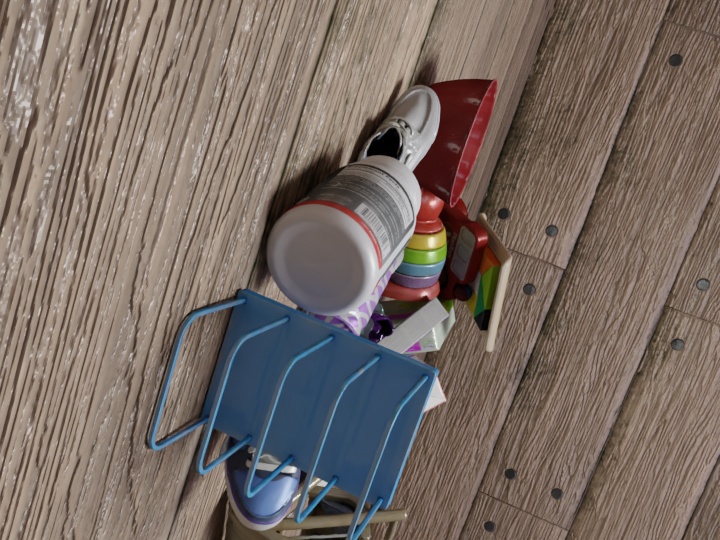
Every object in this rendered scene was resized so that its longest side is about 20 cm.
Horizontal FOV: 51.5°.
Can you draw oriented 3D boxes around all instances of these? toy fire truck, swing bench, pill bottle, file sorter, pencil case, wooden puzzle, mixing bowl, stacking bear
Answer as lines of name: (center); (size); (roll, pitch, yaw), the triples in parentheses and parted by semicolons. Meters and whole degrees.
toy fire truck: (0.152, -0.031, 1.358); (0.112, 0.168, 0.200); (-13, 134, -28)
swing bench: (-0.072, 0.360, 0.976); (0.200, 0.130, 0.199); (-13, 133, -30)
pill bottle: (-0.007, -0.046, 0.787); (0.200, 0.116, 0.116); (-51, 159, -57)
file sorter: (-0.059, 0.123, 0.641); (0.123, 0.200, 0.139); (-22, 132, -72)
pencil case: (-0.005, 0.001, 0.982); (0.085, 0.084, 0.200); (-16, -140, 55)
wooden puzzle: (0.217, 0.017, 1.336); (0.200, 0.037, 0.185); (-99, -167, -61)
mixing bowl: (0.124, -0.207, 1.134); (0.200, 0.108, 0.201); (20, 90, -79)
stacking bear: (0.092, -0.059, 1.259); (0.121, 0.114, 0.200); (-26, 130, -47)

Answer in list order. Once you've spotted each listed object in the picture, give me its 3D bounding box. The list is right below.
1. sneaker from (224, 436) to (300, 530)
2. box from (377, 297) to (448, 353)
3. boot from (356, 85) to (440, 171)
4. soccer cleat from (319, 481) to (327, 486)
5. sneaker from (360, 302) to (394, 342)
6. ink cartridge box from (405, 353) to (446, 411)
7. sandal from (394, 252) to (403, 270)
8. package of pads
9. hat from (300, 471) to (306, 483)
sneaker: (-0.079, 0.144, 0.746); (0.147, 0.080, 0.200); (125, -25, -56)
box: (0.061, 0.113, 1.210); (0.200, 0.041, 0.039); (-36, 178, -32)
boot: (0.049, -0.163, 0.945); (0.096, 0.073, 0.200); (93, 21, -76)
soccer cleat: (-0.056, 0.279, 1.276); (0.200, 0.068, 0.085); (-69, 155, -10)
sneaker: (0.017, 0.085, 1.206); (0.200, 0.087, 0.075); (-28, 137, -73)
ink cartridge box: (0.055, 0.201, 1.319); (0.068, 0.116, 0.200); (68, -12, -13)
sandal: (0.006, -0.002, 1.086); (0.050, 0.082, 0.203); (60, 34, -15)
package of pads: (0.084, 0.102, 1.392); (0.200, 0.154, 0.068); (-35, 116, -69)
hat: (-0.077, 0.256, 1.086); (0.201, 0.081, 0.201); (21, 90, -78)
